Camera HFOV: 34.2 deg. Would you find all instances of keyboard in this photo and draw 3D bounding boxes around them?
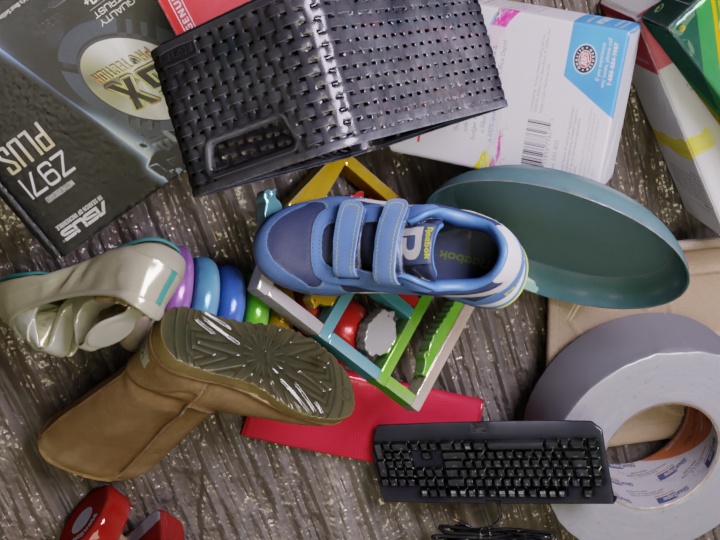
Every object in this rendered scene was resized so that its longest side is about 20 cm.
[{"bbox_3d":[0.108,0.179,0.953,0.198,0.021,0.128,-5,115,26],"label":"keyboard"}]

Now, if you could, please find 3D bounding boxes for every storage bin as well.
[{"bbox_3d":[-0.014,-0.119,0.732,0.134,0.199,0.095,-13,94,38],"label":"storage bin"}]

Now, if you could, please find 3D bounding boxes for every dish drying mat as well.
[{"bbox_3d":[0.003,0.123,0.983,0.198,0.018,0.077,13,109,-15],"label":"dish drying mat"}]

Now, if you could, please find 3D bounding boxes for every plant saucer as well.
[{"bbox_3d":[0.145,-0.026,0.857,0.199,0.200,0.028,28,70,-20],"label":"plant saucer"}]

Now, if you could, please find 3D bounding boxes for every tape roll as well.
[{"bbox_3d":[0.240,0.139,0.981,0.198,0.066,0.202,-5,117,-9],"label":"tape roll"}]

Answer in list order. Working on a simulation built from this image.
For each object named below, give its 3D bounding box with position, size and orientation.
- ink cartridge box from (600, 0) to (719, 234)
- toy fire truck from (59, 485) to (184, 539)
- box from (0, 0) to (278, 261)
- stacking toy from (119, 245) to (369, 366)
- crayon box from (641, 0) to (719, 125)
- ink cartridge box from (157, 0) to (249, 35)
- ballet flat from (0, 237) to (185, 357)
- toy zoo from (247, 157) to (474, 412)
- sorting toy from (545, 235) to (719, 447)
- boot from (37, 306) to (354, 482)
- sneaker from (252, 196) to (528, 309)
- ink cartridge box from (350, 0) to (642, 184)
[{"bbox_3d":[0.294,-0.148,0.899,0.144,0.084,0.201,-29,113,0],"label":"ink cartridge box"},{"bbox_3d":[-0.209,0.282,0.920,0.200,0.168,0.112,-43,113,7],"label":"toy fire truck"},{"bbox_3d":[-0.180,-0.136,0.807,0.199,0.086,0.164,-34,114,3],"label":"box"},{"bbox_3d":[-0.081,0.034,0.901,0.198,0.085,0.086,11,109,-20],"label":"stacking toy"},{"bbox_3d":[0.310,-0.145,0.830,0.126,0.052,0.200,-42,113,6],"label":"crayon box"},{"bbox_3d":[-0.090,-0.267,0.740,0.176,0.044,0.201,-49,122,-39],"label":"ink cartridge box"},{"bbox_3d":[-0.202,0.027,0.822,0.199,0.070,0.070,-16,121,39],"label":"ballet flat"},{"bbox_3d":[0.000,0.000,0.898,0.200,0.020,0.132,39,69,-22],"label":"toy zoo"},{"bbox_3d":[0.245,0.062,1.003,0.183,0.037,0.202,-6,117,-9],"label":"sorting toy"},{"bbox_3d":[-0.126,0.107,0.888,0.174,0.067,0.200,25,137,-25],"label":"boot"},{"bbox_3d":[0.020,-0.017,0.819,0.198,0.082,0.075,3,84,5],"label":"sneaker"},{"bbox_3d":[0.091,-0.136,0.846,0.198,0.068,0.116,15,111,17],"label":"ink cartridge box"}]
